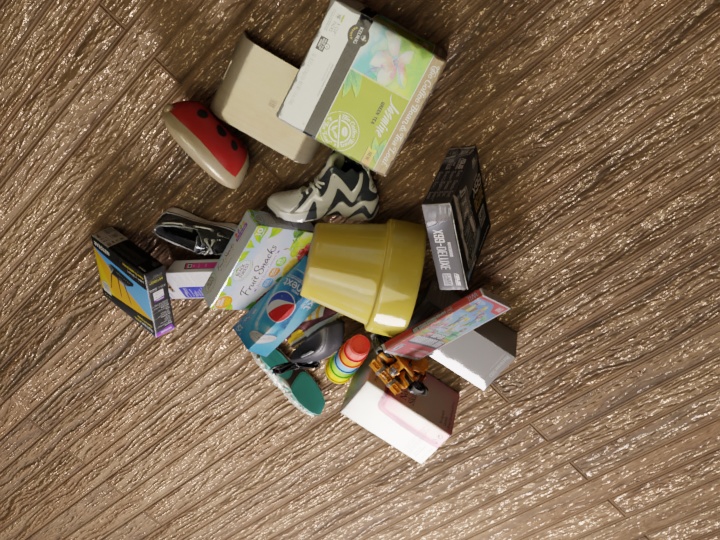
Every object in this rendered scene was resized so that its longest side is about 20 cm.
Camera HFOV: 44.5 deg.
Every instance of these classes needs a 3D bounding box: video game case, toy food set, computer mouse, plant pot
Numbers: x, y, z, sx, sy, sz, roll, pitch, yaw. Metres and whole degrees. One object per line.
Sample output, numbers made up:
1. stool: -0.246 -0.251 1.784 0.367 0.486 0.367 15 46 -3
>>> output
1. video game case: 0.149 0.096 1.512 0.200 0.143 0.018 -32 66 18
2. toy food set: -0.141 -0.289 1.483 0.199 0.060 0.144 29 114 -5
3. computer mouse: -0.071 0.155 1.700 0.200 0.140 0.046 -40 70 37
4. plant pot: 0.000 0.000 1.522 0.188 0.201 0.201 13 126 -4

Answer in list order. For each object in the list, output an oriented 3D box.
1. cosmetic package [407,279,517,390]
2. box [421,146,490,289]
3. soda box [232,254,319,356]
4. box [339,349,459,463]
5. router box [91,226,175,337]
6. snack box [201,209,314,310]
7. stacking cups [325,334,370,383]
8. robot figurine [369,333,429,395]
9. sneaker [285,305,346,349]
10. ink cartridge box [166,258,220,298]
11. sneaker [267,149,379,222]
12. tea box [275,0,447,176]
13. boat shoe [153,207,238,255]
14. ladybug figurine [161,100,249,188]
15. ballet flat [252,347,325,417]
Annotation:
1. cosmetic package: 0.183 0.120 1.635 0.200 0.090 0.107 33 122 -3
2. box: 0.159 -0.088 1.433 0.050 0.200 0.158 -2 122 22
3. soda box: -0.140 0.068 1.643 0.200 0.068 0.064 -45 60 9
4. box: 0.080 0.260 1.731 0.200 0.128 0.109 34 124 -8
5. router box: -0.443 0.021 1.713 0.200 0.051 0.150 30 135 38
6. snack box: -0.185 -0.014 1.610 0.142 0.053 0.200 7 128 -41
7. stacking cups: -0.019 0.163 1.684 0.060 0.061 0.200 27 154 -3
8. robot figurine: 0.071 0.169 1.617 0.058 0.200 0.145 -42 87 14
9. sneaker: -0.075 0.067 1.682 0.200 0.075 0.090 -35 80 15
10. ink cartridge box: -0.298 0.018 1.718 0.199 0.037 0.095 -4 146 16
11. sneaker: -0.069 -0.156 1.529 0.198 0.080 0.130 5 122 13
12. tea box: 0.005 -0.288 1.361 0.196 0.134 0.201 27 110 -4
13. boat shoe: -0.292 -0.059 1.664 0.199 0.068 0.072 21 126 1
14. ladybug figurine: -0.259 -0.223 1.509 0.072 0.136 0.200 -40 135 6
15. ballet flat: -0.151 0.221 1.821 0.072 0.072 0.200 -30 108 30
